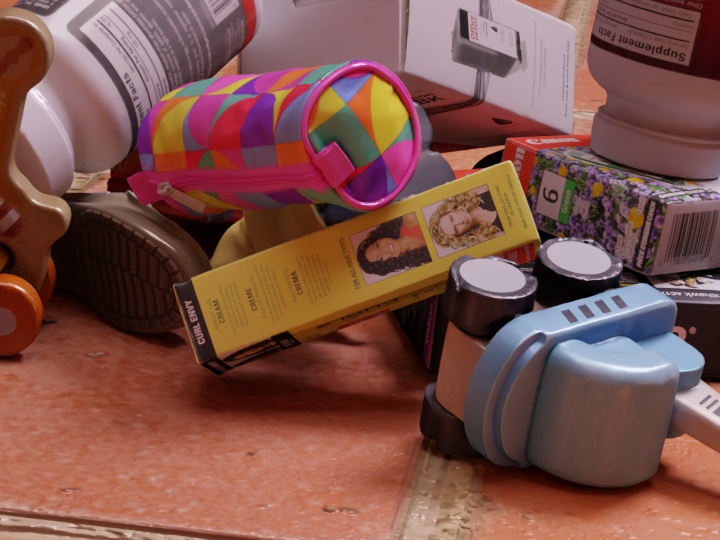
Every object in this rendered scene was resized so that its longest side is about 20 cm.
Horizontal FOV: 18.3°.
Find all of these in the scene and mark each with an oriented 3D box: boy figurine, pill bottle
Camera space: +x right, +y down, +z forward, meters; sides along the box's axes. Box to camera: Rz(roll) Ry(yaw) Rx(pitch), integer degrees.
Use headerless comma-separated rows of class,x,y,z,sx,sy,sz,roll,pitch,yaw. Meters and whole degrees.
boy figurine,-0.025,-0.025,1.360,0.064,0.125,0.200,-21,-10,-40
pill bottle,-0.163,-0.133,1.389,0.115,0.116,0.200,17,50,38
pill bottle,0.202,-0.164,1.368,0.112,0.202,0.113,10,15,-3

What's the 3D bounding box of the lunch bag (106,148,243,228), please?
lunch bag,-0.062,-0.067,1.517,0.198,0.083,0.176,7,-2,11

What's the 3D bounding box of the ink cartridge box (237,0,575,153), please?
ink cartridge box,0.032,-0.140,1.506,0.146,0.084,0.199,-5,-12,38

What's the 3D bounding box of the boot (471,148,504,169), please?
boot,0.193,-0.053,1.563,0.199,0.077,0.168,7,12,37

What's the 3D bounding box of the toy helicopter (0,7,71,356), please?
toy helicopter,-0.227,-0.057,1.280,0.131,0.201,0.079,16,20,-6

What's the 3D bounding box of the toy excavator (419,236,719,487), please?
toy excavator,0.157,0.070,1.163,0.193,0.101,0.200,-13,36,-38

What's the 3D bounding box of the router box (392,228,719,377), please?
router box,0.122,0.017,1.363,0.198,0.052,0.149,2,17,-11

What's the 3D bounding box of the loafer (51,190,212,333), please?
loafer,-0.148,-0.016,1.379,0.068,0.076,0.199,-18,26,-37

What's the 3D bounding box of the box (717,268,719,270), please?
box,0.309,-0.046,1.441,0.147,0.108,0.200,2,5,-19

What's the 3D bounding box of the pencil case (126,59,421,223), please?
pencil case,-0.051,-0.070,1.265,0.088,0.089,0.199,-9,2,-35

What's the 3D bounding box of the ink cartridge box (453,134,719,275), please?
ink cartridge box,0.147,-0.054,1.409,0.108,0.051,0.199,-6,23,-44

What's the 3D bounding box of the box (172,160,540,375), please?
box,0.000,0.000,1.240,0.199,0.050,0.075,-21,-10,2
